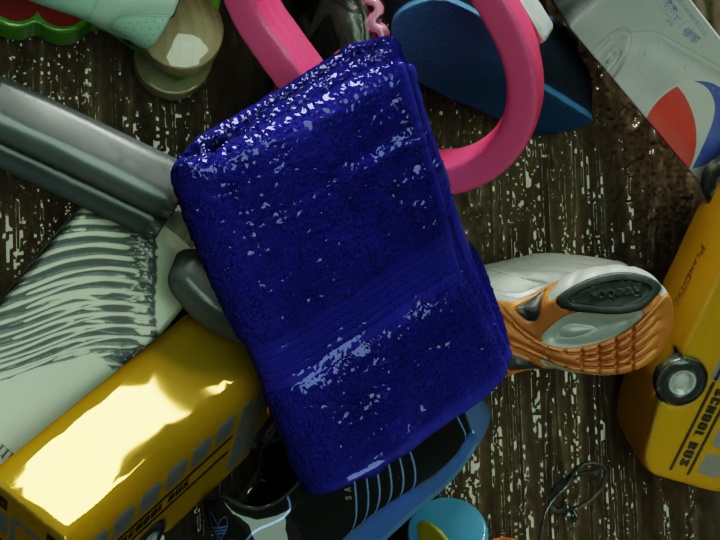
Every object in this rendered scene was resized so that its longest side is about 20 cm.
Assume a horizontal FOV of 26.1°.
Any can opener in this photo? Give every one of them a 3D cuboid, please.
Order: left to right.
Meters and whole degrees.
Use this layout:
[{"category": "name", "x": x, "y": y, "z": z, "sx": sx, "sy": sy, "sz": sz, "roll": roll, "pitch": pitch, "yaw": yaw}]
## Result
[{"category": "can opener", "x": -0.112, "y": -0.032, "z": 0.794, "sx": 0.199, "sy": 0.053, "sz": 0.067, "roll": 30, "pitch": 57, "yaw": -11}]

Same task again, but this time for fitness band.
[{"category": "fitness band", "x": 0.012, "y": -0.128, "z": 0.799, "sx": 0.201, "sy": 0.143, "sz": 0.038, "roll": 52, "pitch": 35, "yaw": -15}]

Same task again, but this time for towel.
[{"category": "towel", "x": 0.000, "y": 0.000, "z": 0.783, "sx": 0.147, "sy": 0.049, "sz": 0.201, "roll": -35, "pitch": 117, "yaw": -26}]

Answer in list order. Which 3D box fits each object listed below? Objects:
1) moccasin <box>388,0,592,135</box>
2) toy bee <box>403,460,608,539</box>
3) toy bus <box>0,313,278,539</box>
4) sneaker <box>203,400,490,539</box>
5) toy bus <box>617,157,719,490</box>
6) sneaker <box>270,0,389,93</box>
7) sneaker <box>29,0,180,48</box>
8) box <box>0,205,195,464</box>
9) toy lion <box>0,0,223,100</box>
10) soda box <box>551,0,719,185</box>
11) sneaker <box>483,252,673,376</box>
[{"category": "moccasin", "x": 0.073, "y": -0.137, "z": 0.902, "sx": 0.200, "sy": 0.080, "sz": 0.069, "roll": 28, "pitch": 58, "yaw": -58}, {"category": "toy bee", "x": 0.065, "y": 0.180, "z": 0.876, "sx": 0.199, "sy": 0.109, "sz": 0.131, "roll": -31, "pitch": 136, "yaw": 3}, {"category": "toy bus", "x": -0.107, "y": 0.088, "z": 0.810, "sx": 0.065, "sy": 0.079, "sz": 0.200, "roll": 33, "pitch": 46, "yaw": 17}, {"category": "sneaker", "x": -0.004, "y": 0.105, "z": 0.866, "sx": 0.200, "sy": 0.070, "sz": 0.078, "roll": -40, "pitch": 106, "yaw": -39}, {"category": "toy bus", "x": 0.218, "y": 0.025, "z": 0.919, "sx": 0.078, "sy": 0.065, "sz": 0.202, "roll": 17, "pitch": 110, "yaw": -14}, {"category": "sneaker", "x": -0.027, "y": -0.093, "z": 0.890, "sx": 0.094, "sy": 0.079, "sz": 0.202, "roll": -8, "pitch": 98, "yaw": -4}, {"category": "sneaker", "x": -0.123, "y": -0.208, "z": 0.823, "sx": 0.118, "sy": 0.074, "sz": 0.202, "roll": 27, "pitch": 59, "yaw": -26}, {"category": "box", "x": -0.166, "y": 0.042, "z": 0.838, "sx": 0.082, "sy": 0.068, "sz": 0.201, "roll": 40, "pitch": 75, "yaw": -10}, {"category": "toy lion", "x": -0.136, "y": -0.207, "z": 0.874, "sx": 0.191, "sy": 0.069, "sz": 0.201, "roll": 35, "pitch": 76, "yaw": -6}, {"category": "soda box", "x": 0.198, "y": -0.111, "z": 0.936, "sx": 0.063, "sy": 0.068, "sz": 0.200, "roll": -39, "pitch": 118, "yaw": 13}, {"category": "sneaker", "x": 0.077, "y": 0.026, "z": 0.910, "sx": 0.198, "sy": 0.092, "sz": 0.077, "roll": 0, "pitch": 103, "yaw": 0}]
